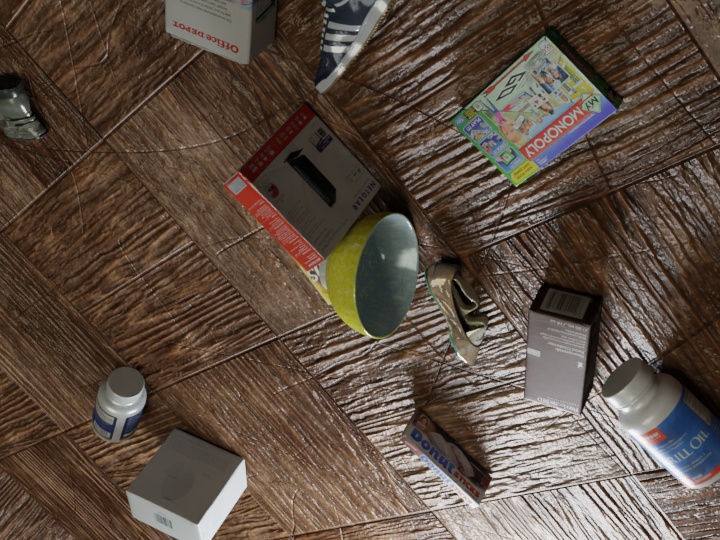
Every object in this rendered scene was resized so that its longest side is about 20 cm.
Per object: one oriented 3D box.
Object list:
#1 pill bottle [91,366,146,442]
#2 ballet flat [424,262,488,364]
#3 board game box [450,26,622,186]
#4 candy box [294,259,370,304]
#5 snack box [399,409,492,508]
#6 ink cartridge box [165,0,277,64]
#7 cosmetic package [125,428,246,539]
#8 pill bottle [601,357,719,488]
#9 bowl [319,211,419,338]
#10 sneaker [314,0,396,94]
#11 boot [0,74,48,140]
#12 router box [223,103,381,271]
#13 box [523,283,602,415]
[{"bbox_3d":[-0.560,0.309,2.191,0.111,0.111,0.200,33,138,4],"label":"pill bottle"},{"bbox_3d":[0.168,0.072,1.530,0.067,0.068,0.200,-11,122,31],"label":"ballet flat"},{"bbox_3d":[0.231,-0.214,1.259,0.135,0.029,0.200,44,138,-6],"label":"board game box"},{"bbox_3d":[-0.060,-0.044,1.583,0.115,0.055,0.200,-18,115,41],"label":"candy box"},{"bbox_3d":[0.163,0.356,1.779,0.200,0.072,0.024,44,139,-8],"label":"snack box"},{"bbox_3d":[-0.194,-0.413,1.322,0.144,0.084,0.200,24,136,14],"label":"ink cartridge box"},{"bbox_3d":[-0.402,0.509,2.197,0.199,0.200,0.123,20,138,18],"label":"cosmetic package"},{"bbox_3d":[0.466,0.229,1.433,0.200,0.112,0.112,41,138,-6],"label":"pill bottle"},{"bbox_3d":[0.000,0.000,1.478,0.107,0.200,0.201,10,132,30],"label":"bowl"},{"bbox_3d":[-0.035,-0.341,1.289,0.108,0.070,0.200,36,131,-7],"label":"sneaker"},{"bbox_3d":[-0.689,-0.303,1.770,0.199,0.068,0.131,13,139,26],"label":"boot"},{"bbox_3d":[-0.082,-0.128,1.417,0.180,0.200,0.049,46,137,-12],"label":"router box"},{"bbox_3d":[0.315,0.125,1.473,0.100,0.075,0.200,14,135,23],"label":"box"}]
